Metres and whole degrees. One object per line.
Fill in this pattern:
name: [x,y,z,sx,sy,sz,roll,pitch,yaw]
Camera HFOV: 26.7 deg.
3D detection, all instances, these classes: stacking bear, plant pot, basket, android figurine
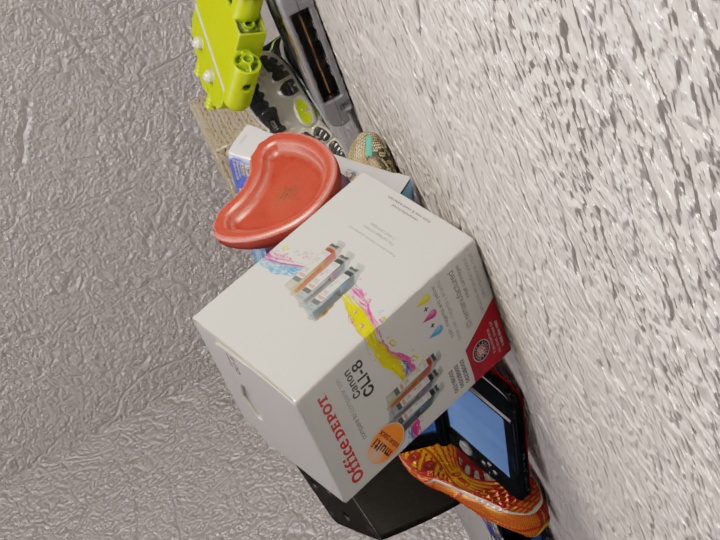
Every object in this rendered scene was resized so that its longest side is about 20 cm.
stacking bear: [-0.023,-0.013,1.377,0.113,0.122,0.200,6,147,38]
plant pot: [0.024,0.205,1.816,0.201,0.177,0.199,58,159,-16]
basket: [-0.198,-0.235,2.853,0.201,0.160,0.199,58,173,47]
android figurine: [-0.142,-0.251,1.579,0.200,0.041,0.183,118,139,-54]

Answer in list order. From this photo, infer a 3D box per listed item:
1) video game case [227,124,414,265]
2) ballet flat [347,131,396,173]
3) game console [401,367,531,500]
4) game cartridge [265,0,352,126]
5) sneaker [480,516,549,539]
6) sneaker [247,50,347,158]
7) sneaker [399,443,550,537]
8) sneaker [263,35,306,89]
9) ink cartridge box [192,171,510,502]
video game case: [-0.029,-0.037,1.490,0.180,0.046,0.201,18,147,21]
ballet flat: [0.013,-0.076,1.539,0.200,0.067,0.076,87,-178,-63]
game console: [0.063,0.154,1.453,0.172,0.118,0.201,39,159,31]
game cartridge: [-0.067,-0.258,1.580,0.133,0.041,0.201,56,172,42]
sneaker: [0.183,0.315,1.722,0.201,0.075,0.078,63,174,-10]
sneaker: [-0.060,-0.149,1.658,0.202,0.077,0.080,65,-167,-6]
sneaker: [0.114,0.227,1.622,0.199,0.073,0.077,30,154,38]
sneaker: [-0.096,-0.232,1.778,0.072,0.082,0.200,64,180,-7]
ink cartridge box: [-0.006,0.054,1.244,0.144,0.200,0.146,35,158,40]
